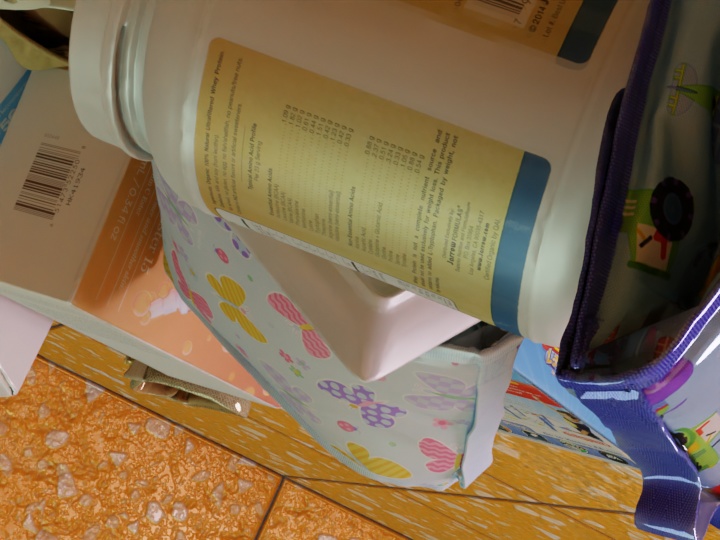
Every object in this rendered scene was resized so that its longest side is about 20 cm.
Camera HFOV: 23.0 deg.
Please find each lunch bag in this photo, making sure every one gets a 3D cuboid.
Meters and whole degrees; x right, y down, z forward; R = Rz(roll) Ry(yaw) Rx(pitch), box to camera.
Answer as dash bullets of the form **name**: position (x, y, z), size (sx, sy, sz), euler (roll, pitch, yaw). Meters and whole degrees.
- **lunch bag**: position (0.131, -0.011, 0.520), size (0.094, 0.200, 0.151), euler (15, 164, 34)
- **lunch bag**: position (0.000, 0.000, 0.847), size (0.200, 0.127, 0.170), euler (47, 161, 21)

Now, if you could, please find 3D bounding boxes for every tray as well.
- **tray**: position (-0.018, -0.052, 0.727), size (0.200, 0.107, 0.022), euler (49, 146, 19)

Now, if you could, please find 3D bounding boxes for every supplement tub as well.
- **supplement tub**: position (0.013, -0.071, 0.631), size (0.199, 0.145, 0.145), euler (22, 167, 15)

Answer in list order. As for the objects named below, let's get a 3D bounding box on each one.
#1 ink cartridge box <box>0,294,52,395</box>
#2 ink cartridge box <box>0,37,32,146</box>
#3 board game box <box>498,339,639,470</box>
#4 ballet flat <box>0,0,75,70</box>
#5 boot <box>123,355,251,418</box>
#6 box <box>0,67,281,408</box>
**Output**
- **ink cartridge box**: position (-0.252, -0.015, 1.088), size (0.145, 0.200, 0.084), euler (-6, 132, 25)
- **ink cartridge box**: position (-0.276, -0.124, 0.937), size (0.128, 0.125, 0.200), euler (37, 173, 23)
- **board game box**: position (0.090, 0.062, 1.230), size (0.200, 0.056, 0.196), euler (12, 162, 45)
- **ballet flat**: position (-0.164, -0.145, 0.865), size (0.063, 0.069, 0.200), euler (13, 175, 11)
- **boot**: position (-0.127, 0.003, 1.164), size (0.200, 0.156, 0.073), euler (18, 173, 28)
- **box**: position (-0.112, -0.015, 1.005), size (0.097, 0.125, 0.200), euler (14, 169, 35)
